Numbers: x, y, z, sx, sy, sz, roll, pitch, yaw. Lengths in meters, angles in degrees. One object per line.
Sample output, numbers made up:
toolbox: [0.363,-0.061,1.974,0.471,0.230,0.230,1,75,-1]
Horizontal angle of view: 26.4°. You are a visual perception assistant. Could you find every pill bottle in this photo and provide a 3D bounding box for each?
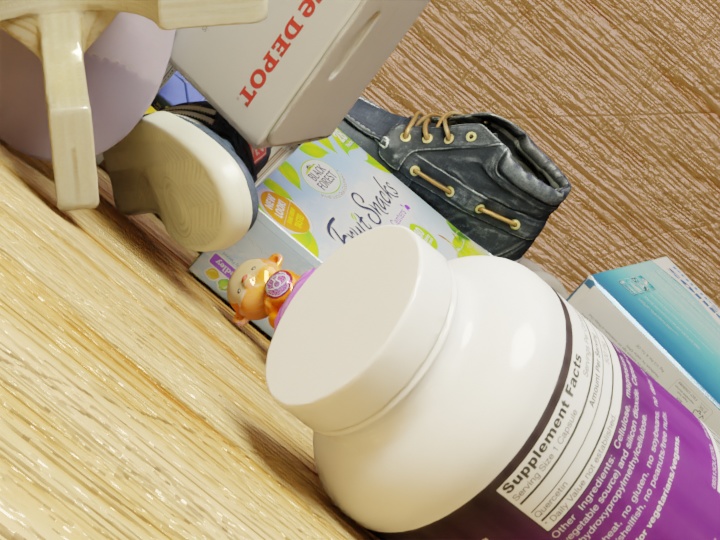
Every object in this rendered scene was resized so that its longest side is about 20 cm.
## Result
pill bottle: [0.061,0.071,0.581,0.200,0.112,0.112,39,1,-27]

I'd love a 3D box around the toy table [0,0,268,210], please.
toy table: [-0.142,-0.131,0.723,0.117,0.184,0.200,-118,-167,-61]

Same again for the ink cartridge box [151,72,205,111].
ink cartridge box: [-0.174,-0.136,1.197,0.094,0.044,0.200,40,-18,-8]

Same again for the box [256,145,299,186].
box: [-0.036,-0.027,1.191,0.100,0.075,0.200,33,-17,36]

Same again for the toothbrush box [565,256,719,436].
toothbrush box: [0.176,0.075,0.867,0.146,0.085,0.200,46,20,13]

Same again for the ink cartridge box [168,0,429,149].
ink cartridge box: [-0.061,-0.183,0.820,0.200,0.146,0.084,46,25,15]

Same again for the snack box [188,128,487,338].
snack box: [0.000,0.000,0.985,0.169,0.068,0.200,40,22,-2]

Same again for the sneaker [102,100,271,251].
sneaker: [-0.080,-0.062,0.848,0.200,0.084,0.075,26,-50,63]

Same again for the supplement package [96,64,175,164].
supplement package: [-0.197,-0.153,0.975,0.114,0.110,0.200,40,1,5]

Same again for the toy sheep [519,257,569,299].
toy sheep: [0.101,0.048,1.152,0.200,0.138,0.138,2,-27,41]

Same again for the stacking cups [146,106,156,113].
stacking cups: [-0.103,-0.046,1.084,0.200,0.061,0.061,40,1,11]

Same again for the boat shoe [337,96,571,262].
boat shoe: [0.051,-0.088,1.084,0.200,0.091,0.071,37,32,0]

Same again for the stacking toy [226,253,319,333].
stacking toy: [0.000,0.035,0.789,0.200,0.116,0.110,26,-6,38]
